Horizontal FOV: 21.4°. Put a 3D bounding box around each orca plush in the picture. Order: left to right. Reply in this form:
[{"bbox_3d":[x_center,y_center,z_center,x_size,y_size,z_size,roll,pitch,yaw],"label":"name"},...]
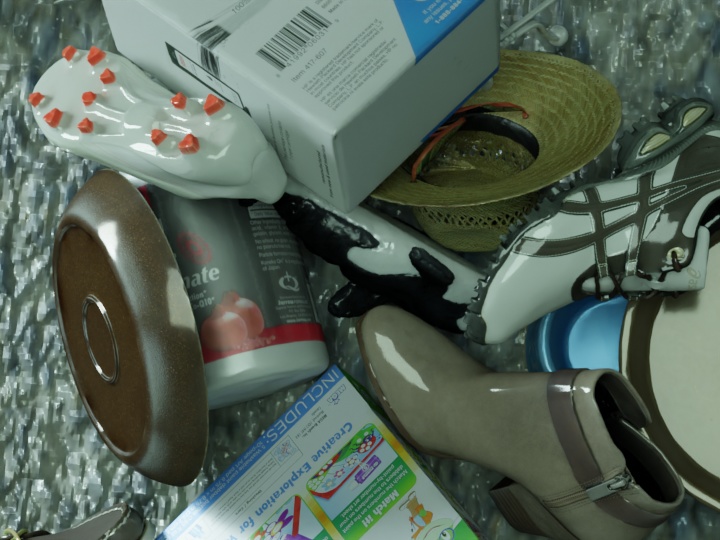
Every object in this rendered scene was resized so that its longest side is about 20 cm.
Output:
[{"bbox_3d":[0.000,0.000,1.181,0.071,0.199,0.105,-59,35,6],"label":"orca plush"}]

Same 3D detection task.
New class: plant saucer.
[{"bbox_3d":[-0.147,0.039,1.169,0.032,0.200,0.201,-15,78,-26],"label":"plant saucer"},{"bbox_3d":[0.254,0.053,1.134,0.199,0.029,0.201,-1,83,9],"label":"plant saucer"}]

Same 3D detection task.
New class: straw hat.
[{"bbox_3d":[0.069,-0.059,1.194,0.200,0.201,0.085,-4,124,8],"label":"straw hat"}]

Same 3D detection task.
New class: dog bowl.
[{"bbox_3d":[0.198,0.032,1.185,0.199,0.050,0.112,-19,80,6],"label":"dog bowl"}]

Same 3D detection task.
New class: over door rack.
[{"bbox_3d":[0.099,-0.222,1.227,0.200,0.067,0.148,-42,71,-12],"label":"over door rack"}]

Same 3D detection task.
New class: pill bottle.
[{"bbox_3d":[-0.096,-0.019,1.208,0.110,0.111,0.201,-17,80,6],"label":"pill bottle"}]

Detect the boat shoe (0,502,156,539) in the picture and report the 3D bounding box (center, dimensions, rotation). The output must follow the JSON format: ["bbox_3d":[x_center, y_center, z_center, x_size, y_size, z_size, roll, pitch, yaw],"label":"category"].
[{"bbox_3d":[-0.224,0.202,1.213,0.199,0.072,0.060,-32,103,8],"label":"boat shoe"}]

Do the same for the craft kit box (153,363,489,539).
[{"bbox_3d":[-0.028,0.189,1.155,0.200,0.049,0.198,-44,45,3],"label":"craft kit box"}]

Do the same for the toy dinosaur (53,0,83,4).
[{"bbox_3d":[-0.096,-0.178,1.260,0.199,0.077,0.103,30,99,6],"label":"toy dinosaur"}]

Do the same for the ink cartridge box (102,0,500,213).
[{"bbox_3d":[-0.037,-0.152,1.138,0.200,0.084,0.146,37,68,25],"label":"ink cartridge box"}]

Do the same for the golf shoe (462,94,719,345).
[{"bbox_3d":[0.150,-0.012,1.102,0.200,0.078,0.095,-40,71,-6],"label":"golf shoe"}]

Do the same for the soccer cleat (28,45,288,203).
[{"bbox_3d":[-0.125,-0.080,1.136,0.199,0.078,0.069,21,73,44],"label":"soccer cleat"}]

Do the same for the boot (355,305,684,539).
[{"bbox_3d":[0.100,0.084,1.134,0.200,0.146,0.070,48,56,-10],"label":"boot"}]
